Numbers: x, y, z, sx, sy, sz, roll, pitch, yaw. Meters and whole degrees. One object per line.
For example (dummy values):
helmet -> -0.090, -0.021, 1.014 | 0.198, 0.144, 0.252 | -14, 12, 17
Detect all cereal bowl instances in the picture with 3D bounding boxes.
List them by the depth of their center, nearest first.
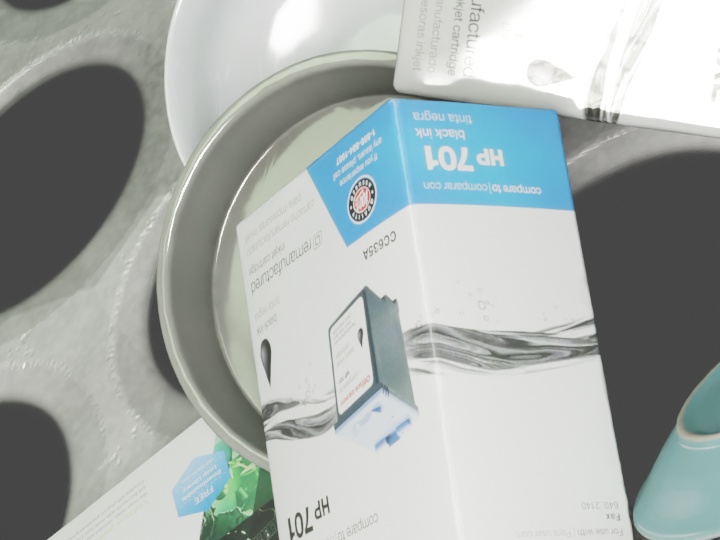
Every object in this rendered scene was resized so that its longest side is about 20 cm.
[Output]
cereal bowl -> 0.007, -0.099, 1.125 | 0.198, 0.083, 0.202 | -2, 84, 24

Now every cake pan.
cake pan -> 0.000, 0.000, 1.049 | 0.199, 0.037, 0.202 | -3, 82, 24

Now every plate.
plate -> 0.179, 0.031, 0.837 | 0.199, 0.026, 0.200 | -35, 5, 4

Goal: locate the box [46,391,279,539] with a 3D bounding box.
box -> -0.077, 0.164, 1.055 | 0.144, 0.036, 0.201 | -39, 40, 14

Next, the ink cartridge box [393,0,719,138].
ink cartridge box -> 0.126, -0.133, 0.953 | 0.198, 0.084, 0.147 | 8, 96, 14

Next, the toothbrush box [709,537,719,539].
toothbrush box -> 0.164, 0.116, 0.726 | 0.146, 0.200, 0.086 | -29, 83, 25

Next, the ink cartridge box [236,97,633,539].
ink cartridge box -> 0.027, 0.051, 0.920 | 0.146, 0.085, 0.202 | -36, 56, 54
